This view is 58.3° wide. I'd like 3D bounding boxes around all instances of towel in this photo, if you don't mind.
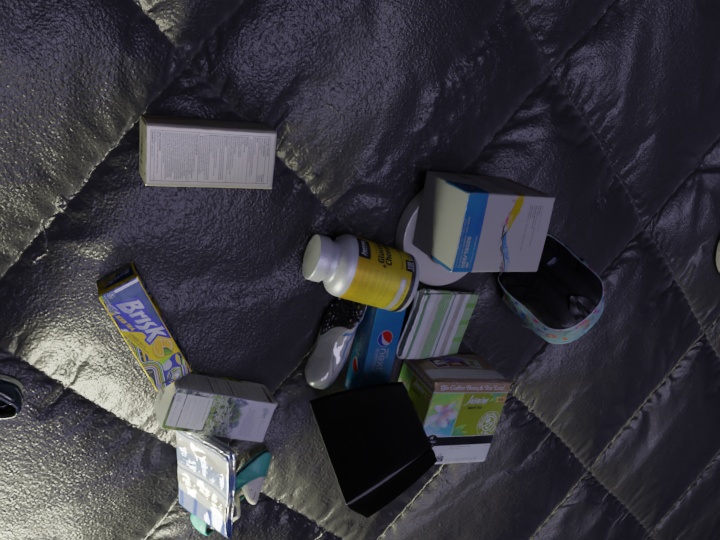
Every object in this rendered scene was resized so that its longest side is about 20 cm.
[{"bbox_3d":[0.158,0.108,1.324,0.198,0.031,0.152,4,111,-49],"label":"towel"},{"bbox_3d":[-0.284,0.378,1.174,0.024,0.145,0.204,-29,132,-51],"label":"towel"}]

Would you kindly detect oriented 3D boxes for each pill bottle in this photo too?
[{"bbox_3d":[0.000,0.000,1.168,0.197,0.112,0.114,16,104,-25],"label":"pill bottle"}]

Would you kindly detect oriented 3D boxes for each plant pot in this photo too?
[{"bbox_3d":[0.037,0.323,1.216,0.175,0.202,0.200,-24,152,1],"label":"plant pot"}]

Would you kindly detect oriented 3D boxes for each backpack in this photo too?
[{"bbox_3d":[0.405,0.051,1.353,0.177,0.200,0.151,-40,143,-7],"label":"backpack"}]

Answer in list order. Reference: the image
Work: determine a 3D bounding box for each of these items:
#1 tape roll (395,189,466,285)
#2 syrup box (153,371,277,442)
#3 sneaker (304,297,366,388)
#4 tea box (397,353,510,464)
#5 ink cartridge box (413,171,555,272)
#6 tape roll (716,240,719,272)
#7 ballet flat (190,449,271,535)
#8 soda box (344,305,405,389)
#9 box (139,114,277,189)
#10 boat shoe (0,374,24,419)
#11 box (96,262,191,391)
[{"bbox_3d":[0.162,-0.070,1.272,0.199,0.037,0.207,-11,116,-23],"label":"tape roll"},{"bbox_3d":[-0.258,0.242,1.161,0.197,0.081,0.080,17,101,-32],"label":"syrup box"},{"bbox_3d":[-0.045,0.132,1.242,0.203,0.071,0.072,-63,162,0],"label":"sneaker"},{"bbox_3d":[0.182,0.291,1.378,0.197,0.133,0.201,5,108,-28],"label":"tea box"},{"bbox_3d":[0.225,-0.088,1.185,0.196,0.147,0.148,0,111,-26],"label":"ink cartridge box"},{"bbox_3d":[1.024,-0.067,1.706,0.199,0.037,0.207,-10,115,-23],"label":"tape roll"},{"bbox_3d":[-0.239,0.440,1.259,0.199,0.071,0.068,-40,153,-5],"label":"ballet flat"},{"bbox_3d":[0.028,0.155,1.281,0.067,0.064,0.204,3,110,-27],"label":"soda box"},{"bbox_3d":[-0.234,-0.181,0.995,0.196,0.078,0.097,-1,112,-27],"label":"box"},{"bbox_3d":[-0.613,0.186,0.967,0.198,0.062,0.076,22,102,-32],"label":"boat shoe"},{"bbox_3d":[-0.353,0.094,1.060,0.069,0.064,0.203,-28,120,-14],"label":"box"}]
